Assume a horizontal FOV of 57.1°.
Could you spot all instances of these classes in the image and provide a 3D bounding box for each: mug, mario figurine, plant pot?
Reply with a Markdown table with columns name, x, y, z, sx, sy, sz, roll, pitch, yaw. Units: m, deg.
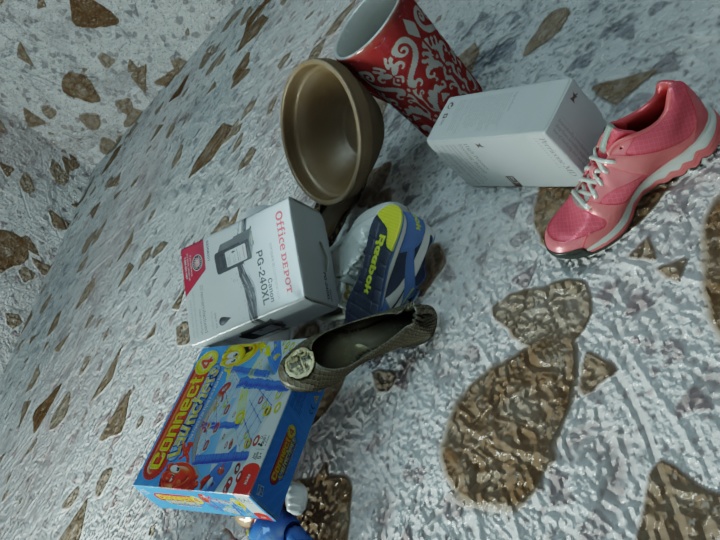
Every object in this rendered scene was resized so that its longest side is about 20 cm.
| name | x | y | z | sx | sy | sz | roll | pitch | yaw |
| --- | --- | --- | --- | --- | --- | --- | --- | --- | --- |
| mug | 0.069 | -0.298 | 0.960 | 0.134 | 0.199 | 0.178 | -50 | 31 | 6 |
| mario figurine | -0.118 | 0.291 | 0.756 | 0.122 | 0.108 | 0.199 | -27 | 33 | -21 |
| plant pot | -0.028 | -0.204 | 0.962 | 0.199 | 0.091 | 0.206 | 26 | 124 | 47 |

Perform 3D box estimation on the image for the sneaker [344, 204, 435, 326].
| name | x | y | z | sx | sy | sz | roll | pitch | yaw |
| --- | --- | --- | --- | --- | --- | --- | --- | --- | --- |
| sneaker | 0.039 | 0.023 | 0.834 | 0.074 | 0.081 | 0.204 | 35 | 110 | 50 |

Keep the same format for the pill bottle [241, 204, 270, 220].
| name | x | y | z | sx | sy | sz | roll | pitch | yaw |
| --- | --- | --- | --- | --- | --- | --- | --- | --- | --- |
| pill bottle | -0.141 | -0.017 | 1.059 | 0.111 | 0.110 | 0.202 | -44 | 38 | 16 |

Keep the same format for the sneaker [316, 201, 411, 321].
| name | x | y | z | sx | sy | sz | roll | pitch | yaw |
| --- | --- | --- | --- | --- | --- | --- | --- | --- | --- |
| sneaker | 0.000 | 0.000 | 0.910 | 0.199 | 0.073 | 0.118 | -39 | 35 | 42 |

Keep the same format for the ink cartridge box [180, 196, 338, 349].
| name | x | y | z | sx | sy | sz | roll | pitch | yaw |
| --- | --- | --- | --- | --- | --- | --- | --- | --- | --- |
| ink cartridge box | -0.140 | 0.009 | 0.900 | 0.197 | 0.083 | 0.149 | -23 | 67 | 24 |

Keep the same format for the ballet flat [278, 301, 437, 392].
| name | x | y | z | sx | sy | sz | roll | pitch | yaw |
| --- | --- | --- | --- | --- | --- | --- | --- | --- | --- |
| ballet flat | -0.002 | 0.081 | 0.753 | 0.195 | 0.047 | 0.068 | -18 | 58 | -10 |

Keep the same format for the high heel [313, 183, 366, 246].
| name | x | y | z | sx | sy | sz | roll | pitch | yaw |
| --- | --- | --- | --- | --- | --- | --- | --- | --- | --- |
| high heel | -0.030 | -0.112 | 1.017 | 0.202 | 0.070 | 0.143 | -58 | 13 | 10 |

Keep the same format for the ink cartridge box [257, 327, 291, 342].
| name | x | y | z | sx | sy | sz | roll | pitch | yaw |
| --- | --- | --- | --- | --- | --- | --- | --- | --- | --- |
| ink cartridge box | -0.147 | 0.167 | 0.952 | 0.198 | 0.067 | 0.118 | -29 | 41 | 36 |

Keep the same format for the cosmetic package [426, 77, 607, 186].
| name | x | y | z | sx | sy | sz | roll | pitch | yaw |
| --- | --- | --- | --- | --- | --- | --- | --- | --- | --- |
| cosmetic package | 0.180 | -0.153 | 0.769 | 0.199 | 0.101 | 0.075 | 14 | 72 | 59 |

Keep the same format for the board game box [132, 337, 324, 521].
| name | x | y | z | sx | sy | sz | roll | pitch | yaw |
| --- | --- | --- | --- | --- | --- | --- | --- | --- | --- |
| board game box | -0.150 | 0.184 | 0.796 | 0.192 | 0.056 | 0.203 | -9 | 44 | 33 |

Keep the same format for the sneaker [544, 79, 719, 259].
| name | x | y | z | sx | sy | sz | roll | pitch | yaw |
| --- | --- | --- | --- | --- | --- | --- | --- | --- | --- |
| sneaker | 0.245 | -0.101 | 0.642 | 0.200 | 0.086 | 0.074 | -46 | 31 | 16 |
